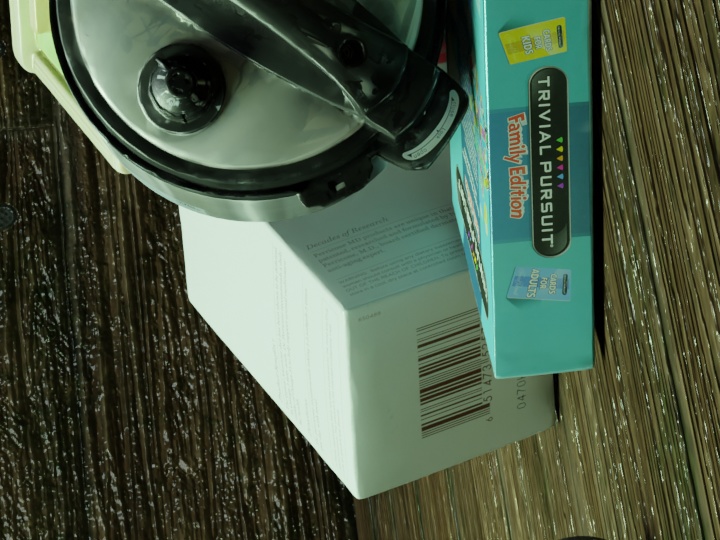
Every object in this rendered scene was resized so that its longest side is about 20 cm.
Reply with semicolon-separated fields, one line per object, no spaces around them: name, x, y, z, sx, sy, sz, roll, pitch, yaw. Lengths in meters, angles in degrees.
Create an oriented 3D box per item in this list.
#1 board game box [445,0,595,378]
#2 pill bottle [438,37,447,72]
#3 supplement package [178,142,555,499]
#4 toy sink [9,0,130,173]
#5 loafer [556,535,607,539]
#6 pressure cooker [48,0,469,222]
board game box;0.068;-0.079;1.302;0.151;0.047;0.201;-100;5;-58
pill bottle;0.010;-0.198;1.468;0.120;0.119;0.201;-105;10;-68
supplement package;0.000;0.000;1.496;0.200;0.117;0.117;47;149;48
toy sink;-0.128;-0.161;1.650;0.200;0.112;0.131;-131;35;-49
loafer;0.090;0.211;1.204;0.071;0.073;0.201;-130;34;-83
pressure cooker;-0.046;-0.110;1.305;0.200;0.175;0.179;80;180;-86
